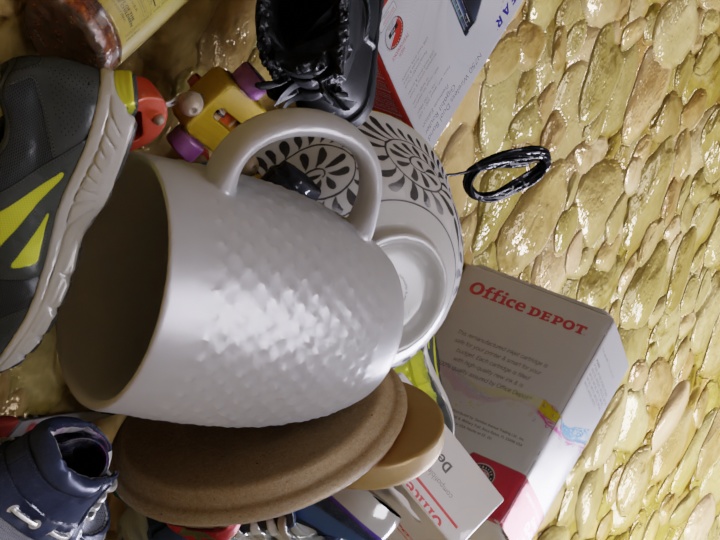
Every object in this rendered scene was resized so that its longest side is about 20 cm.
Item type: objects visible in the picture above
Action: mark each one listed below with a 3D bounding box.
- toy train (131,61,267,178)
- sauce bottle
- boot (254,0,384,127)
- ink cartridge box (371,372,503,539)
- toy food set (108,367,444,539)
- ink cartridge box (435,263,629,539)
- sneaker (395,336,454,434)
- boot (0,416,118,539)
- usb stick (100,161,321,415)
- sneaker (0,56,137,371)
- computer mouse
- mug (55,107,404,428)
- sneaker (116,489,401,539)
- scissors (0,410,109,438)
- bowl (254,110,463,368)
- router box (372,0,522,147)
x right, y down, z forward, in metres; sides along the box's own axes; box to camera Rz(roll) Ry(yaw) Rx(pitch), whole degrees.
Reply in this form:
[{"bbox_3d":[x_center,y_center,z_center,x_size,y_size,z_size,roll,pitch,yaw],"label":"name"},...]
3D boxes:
[{"bbox_3d":[-0.127,-0.068,1.280,0.149,0.056,0.201,-28,147,-16],"label":"toy train"},{"bbox_3d":[-0.112,-0.189,1.211,0.200,0.066,0.066,-49,145,-35],"label":"sauce bottle"},{"bbox_3d":[-0.025,-0.185,1.260,0.162,0.073,0.200,49,41,-78],"label":"boot"},{"bbox_3d":[0.022,0.138,1.428,0.067,0.117,0.200,-42,-173,-19],"label":"ink cartridge box"},{"bbox_3d":[-0.061,0.102,1.300,0.199,0.198,0.049,-28,122,-24],"label":"toy food set"},{"bbox_3d":[0.108,0.114,1.692,0.201,0.147,0.086,-56,149,-21],"label":"ink cartridge box"},{"bbox_3d":[0.021,0.043,1.552,0.085,0.074,0.202,-110,-169,-70],"label":"sneaker"},{"bbox_3d":[-0.173,0.132,1.230,0.073,0.090,0.200,68,13,12],"label":"boot"},{"bbox_3d":[-0.103,0.013,1.314,0.200,0.033,0.055,-47,153,6],"label":"usb stick"},{"bbox_3d":[-0.192,-0.036,1.161,0.075,0.084,0.201,-101,-145,-63],"label":"sneaker"},{"bbox_3d":[0.047,-0.076,1.503,0.198,0.034,0.059,-3,127,-26],"label":"computer mouse"},{"bbox_3d":[-0.059,-0.003,1.210,0.174,0.148,0.201,11,115,-32],"label":"mug"},{"bbox_3d":[-0.078,0.178,1.362,0.147,0.199,0.081,-58,138,-8],"label":"sneaker"},{"bbox_3d":[-0.209,0.094,1.274,0.199,0.014,0.074,-28,131,-50],"label":"scissors"},{"bbox_3d":[0.000,0.000,1.407,0.199,0.094,0.203,-12,116,-26],"label":"bowl"},{"bbox_3d":[0.053,-0.215,1.489,0.201,0.049,0.180,-59,149,-19],"label":"router box"}]
